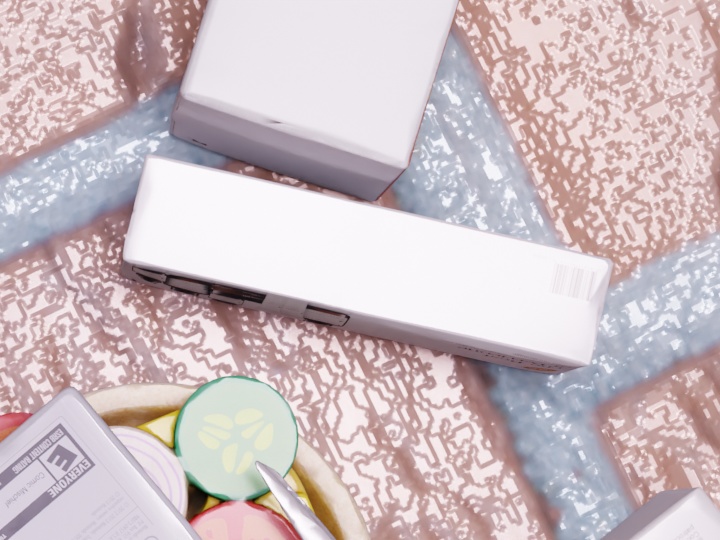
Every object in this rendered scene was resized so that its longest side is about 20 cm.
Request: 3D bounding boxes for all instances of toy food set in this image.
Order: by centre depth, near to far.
[{"bbox_3d":[-0.090,0.142,1.261,0.200,0.049,0.198,-23,87,-7],"label":"toy food set"}]

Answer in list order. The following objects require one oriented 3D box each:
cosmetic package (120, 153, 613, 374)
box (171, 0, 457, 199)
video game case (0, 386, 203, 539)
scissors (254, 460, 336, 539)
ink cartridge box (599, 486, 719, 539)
[{"bbox_3d":[0.000,0.000,1.267,0.200,0.083,0.051,13,86,-4],"label":"cosmetic package"},{"bbox_3d":[-0.003,-0.143,1.249,0.097,0.124,0.200,18,84,-4],"label":"box"},{"bbox_3d":[-0.136,0.180,1.219,0.200,0.022,0.182,-40,85,-4],"label":"video game case"},{"bbox_3d":[0.018,0.163,1.206,0.200,0.014,0.073,37,86,0],"label":"scissors"},{"bbox_3d":[0.142,0.213,1.258,0.146,0.084,0.200,-37,89,-7],"label":"ink cartridge box"}]
